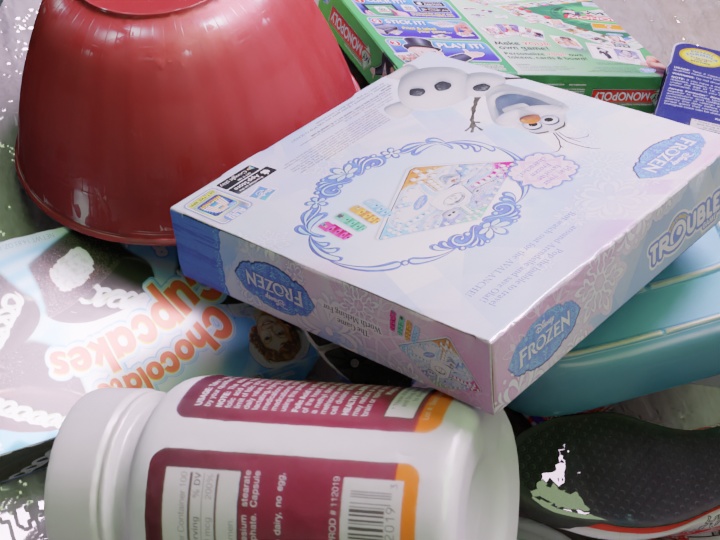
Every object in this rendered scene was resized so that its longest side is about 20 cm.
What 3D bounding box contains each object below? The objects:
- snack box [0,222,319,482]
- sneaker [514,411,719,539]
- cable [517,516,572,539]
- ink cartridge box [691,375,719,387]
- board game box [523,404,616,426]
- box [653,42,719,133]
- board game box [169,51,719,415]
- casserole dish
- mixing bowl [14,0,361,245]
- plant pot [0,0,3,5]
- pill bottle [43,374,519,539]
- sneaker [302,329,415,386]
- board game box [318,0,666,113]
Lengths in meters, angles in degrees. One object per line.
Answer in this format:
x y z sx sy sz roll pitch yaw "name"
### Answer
-0.132 0.031 0.847 0.198 0.037 0.117 -16 65 -32 "snack box"
0.153 0.124 0.862 0.199 0.108 0.068 -5 59 -23 "sneaker"
0.067 0.221 0.782 0.199 0.069 0.200 35 50 5 "cable"
0.148 -0.006 0.917 0.197 0.048 0.161 7 36 3 "ink cartridge box"
0.136 -0.002 0.981 0.199 0.046 0.152 -33 73 -37 "board game box"
0.225 -0.065 0.941 0.120 0.033 0.201 15 38 10 "box"
0.047 -0.030 0.780 0.198 0.044 0.199 21 42 38 "board game box"
0.138 0.000 0.827 0.198 0.039 0.122 -15 64 -3 "casserole dish"
-0.100 -0.119 0.871 0.197 0.109 0.201 -3 43 3 "mixing bowl"
-0.261 -0.206 0.864 0.160 0.200 0.202 24 49 -24 "plant pot"
-0.035 0.107 0.737 0.198 0.115 0.115 2 47 21 "pill bottle"
0.000 0.000 0.879 0.078 0.090 0.201 -21 41 3 "sneaker"
0.086 -0.144 1.039 0.198 0.029 0.135 -2 33 -24 "board game box"
